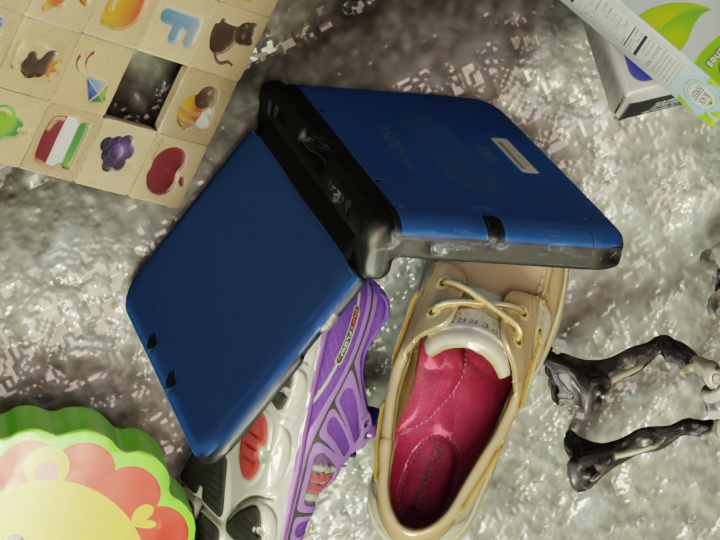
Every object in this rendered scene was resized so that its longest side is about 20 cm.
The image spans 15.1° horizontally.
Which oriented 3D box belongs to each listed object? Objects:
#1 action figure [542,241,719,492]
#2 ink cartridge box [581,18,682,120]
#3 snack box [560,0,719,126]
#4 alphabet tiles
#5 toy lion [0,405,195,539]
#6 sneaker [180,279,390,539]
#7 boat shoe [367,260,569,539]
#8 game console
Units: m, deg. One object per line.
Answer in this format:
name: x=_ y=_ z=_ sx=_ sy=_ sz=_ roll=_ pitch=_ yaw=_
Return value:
action figure: x=0.191 y=0.043 z=1.326 sx=0.199 sy=0.102 sz=0.119 roll=-14 pitch=116 yaw=7
ink cartridge box: x=0.180 y=-0.186 z=1.248 sx=0.196 sy=0.047 sz=0.201 roll=-13 pitch=77 yaw=-10
snack box: x=0.167 y=-0.183 z=1.196 sx=0.142 sy=0.053 sz=0.200 roll=40 pitch=76 yaw=3
alphabet tiles: x=-0.098 y=-0.131 z=1.194 sx=0.167 sy=0.008 sz=0.201 roll=14 pitch=107 yaw=-47
toy lion: x=-0.181 y=0.128 z=1.268 sx=0.191 sy=0.069 sz=0.200 roll=-36 pitch=114 yaw=3
sneaker: x=-0.029 y=0.093 z=1.301 sx=0.083 sy=0.081 sz=0.201 roll=0 pitch=118 yaw=-36
boat shoe: x=0.053 y=0.038 z=1.277 sx=0.073 sy=0.069 sz=0.201 roll=15 pitch=87 yaw=3
game console: x=0.000 y=0.000 z=1.204 sx=0.170 sy=0.200 sz=0.119 roll=4 pitch=110 yaw=-17
